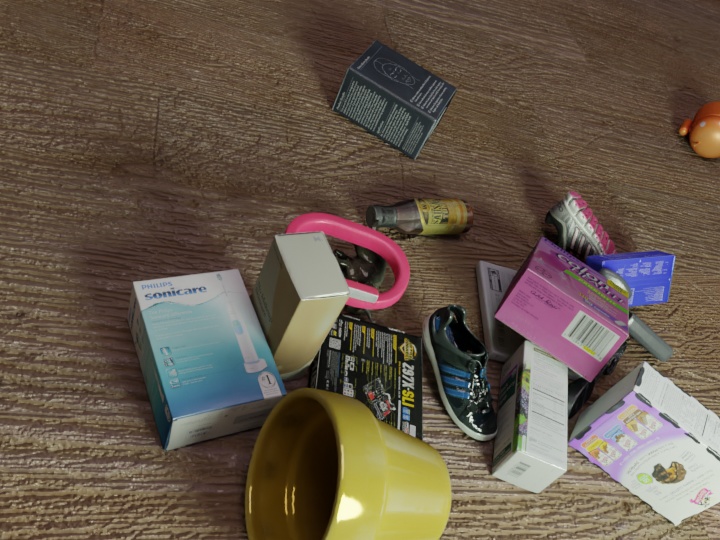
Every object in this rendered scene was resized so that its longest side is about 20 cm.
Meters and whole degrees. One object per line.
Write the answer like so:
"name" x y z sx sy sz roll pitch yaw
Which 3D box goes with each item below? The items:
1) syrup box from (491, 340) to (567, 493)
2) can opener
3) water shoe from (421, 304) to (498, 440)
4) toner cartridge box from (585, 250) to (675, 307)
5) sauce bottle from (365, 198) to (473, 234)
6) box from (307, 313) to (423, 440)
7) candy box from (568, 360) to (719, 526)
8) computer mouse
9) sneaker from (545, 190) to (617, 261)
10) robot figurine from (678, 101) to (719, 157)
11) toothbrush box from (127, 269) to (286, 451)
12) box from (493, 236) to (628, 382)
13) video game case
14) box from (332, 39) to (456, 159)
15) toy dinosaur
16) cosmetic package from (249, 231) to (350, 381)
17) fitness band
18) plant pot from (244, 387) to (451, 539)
"syrup box" 0.251 0.211 1.033 0.081 0.079 0.201 23 45 -6
"can opener" 0.481 0.082 1.237 0.200 0.066 0.053 44 11 -13
"water shoe" 0.152 0.148 1.016 0.071 0.079 0.202 -18 77 -37
"toner cartridge box" 0.501 0.018 1.314 0.198 0.096 0.043 -4 16 -29
"sauce bottle" 0.105 -0.094 1.238 0.198 0.066 0.066 -4 54 -29
"box" 0.007 0.162 0.975 0.158 0.049 0.201 18 46 -15
"candy box" 0.437 0.255 1.023 0.199 0.168 0.072 37 47 7
"computer mouse" 0.372 0.170 1.136 0.034 0.059 0.199 30 47 34
"sneaker" 0.428 -0.052 1.362 0.201 0.087 0.074 56 36 -5
"robot figurine" 0.940 -0.373 1.862 0.144 0.117 0.200 40 45 1
"toothbrush box" -0.200 0.106 0.894 0.145 0.086 0.201 -8 56 -31
"box" 0.326 0.054 1.120 0.175 0.097 0.200 34 25 8
"video game case" 0.289 0.084 1.204 0.180 0.023 0.201 15 46 -14
"box" 0.069 -0.344 1.409 0.199 0.107 0.149 32 45 1
"toy dinosaur" 0.000 0.000 1.111 0.102 0.077 0.201 37 39 -9
"cosmetic package" -0.092 0.053 0.913 0.070 0.201 0.106 -6 54 -30
"fitness band" -0.021 -0.015 1.039 0.198 0.038 0.144 20 42 -9
"plant pot" -0.004 0.251 0.802 0.188 0.201 0.202 19 43 -32
